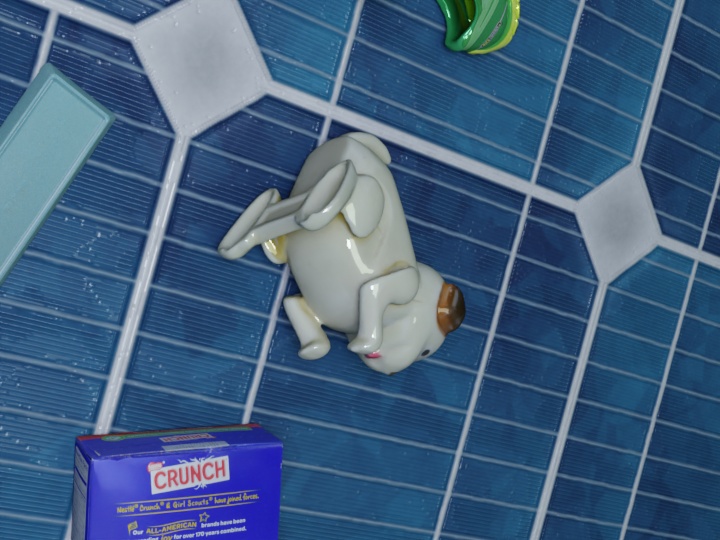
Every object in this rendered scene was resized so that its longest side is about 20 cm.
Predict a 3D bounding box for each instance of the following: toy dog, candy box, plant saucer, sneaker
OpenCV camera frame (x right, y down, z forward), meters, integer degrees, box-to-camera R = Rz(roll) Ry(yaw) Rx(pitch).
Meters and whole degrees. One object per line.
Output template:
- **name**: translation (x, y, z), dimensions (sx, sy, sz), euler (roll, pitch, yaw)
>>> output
- **toy dog**: translation (0.000, 0.000, 0.939), dimensions (0.201, 0.138, 0.195), euler (54, 35, -23)
- **candy box**: translation (-0.155, 0.238, 0.901), dimensions (0.166, 0.077, 0.204), euler (1, 98, -29)
- **plant saucer**: translation (-0.268, -0.058, 0.828), dimensions (0.070, 0.019, 0.202), euler (37, 79, -28)
- **sneaker**: translation (0.090, -0.293, 0.967), dimensions (0.083, 0.074, 0.204), euler (-24, 108, -29)
